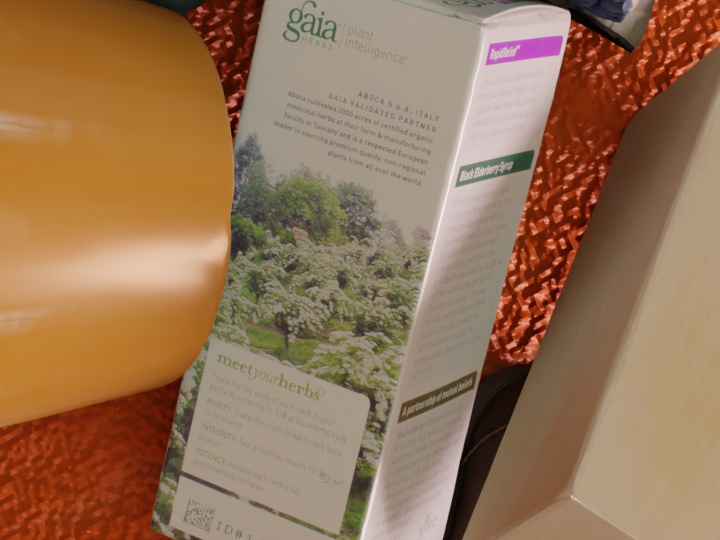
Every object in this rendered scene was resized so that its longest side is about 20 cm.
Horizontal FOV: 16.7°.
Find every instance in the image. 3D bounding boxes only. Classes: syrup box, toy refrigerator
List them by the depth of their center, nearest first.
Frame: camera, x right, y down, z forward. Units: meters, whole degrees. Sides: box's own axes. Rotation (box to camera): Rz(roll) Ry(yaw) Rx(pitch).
[{"bbox_3d":[0.000,0.000,0.814,0.078,0.081,0.201,19,104,23],"label":"syrup box"},{"bbox_3d":[0.108,0.024,0.829,0.070,0.076,0.201,33,55,-11],"label":"toy refrigerator"}]

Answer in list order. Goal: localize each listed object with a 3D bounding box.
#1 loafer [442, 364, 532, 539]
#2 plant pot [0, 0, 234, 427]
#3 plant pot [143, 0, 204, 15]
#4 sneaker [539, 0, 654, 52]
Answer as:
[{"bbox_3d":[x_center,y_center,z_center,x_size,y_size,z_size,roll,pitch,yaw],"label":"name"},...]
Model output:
[{"bbox_3d":[0.050,0.135,0.872,0.073,0.071,0.201,6,92,-12],"label":"loafer"},{"bbox_3d":[-0.146,-0.025,0.772,0.182,0.200,0.202,0,94,-27],"label":"plant pot"},{"bbox_3d":[-0.032,-0.175,0.771,0.141,0.200,0.142,-32,98,-8],"label":"plant pot"},{"bbox_3d":[0.074,-0.131,0.797,0.077,0.200,0.086,29,94,6],"label":"sneaker"}]
